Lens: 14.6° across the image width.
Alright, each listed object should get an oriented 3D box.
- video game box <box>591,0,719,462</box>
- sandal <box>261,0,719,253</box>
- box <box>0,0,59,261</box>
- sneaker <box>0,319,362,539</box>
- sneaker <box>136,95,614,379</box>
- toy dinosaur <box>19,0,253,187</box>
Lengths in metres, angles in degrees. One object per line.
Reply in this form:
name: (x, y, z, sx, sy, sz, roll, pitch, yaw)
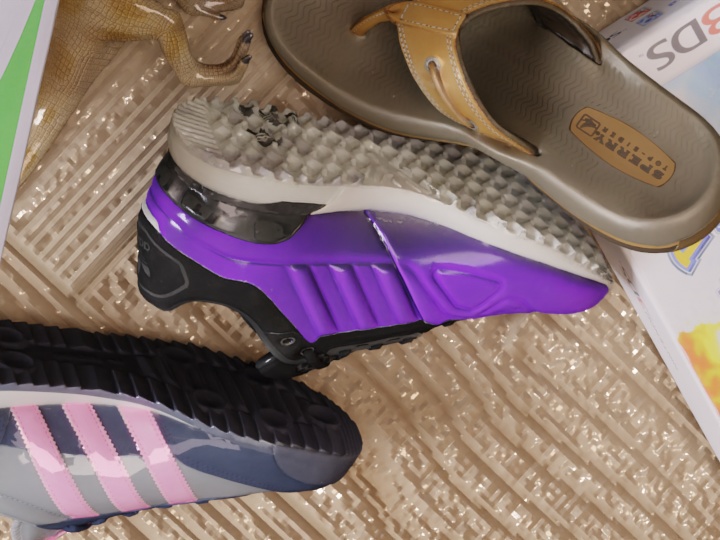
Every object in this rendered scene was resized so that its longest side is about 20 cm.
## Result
video game box: (0.188, -0.038, 1.160, 0.182, 0.047, 0.200, -32, 106, -4)
sandal: (0.055, -0.076, 1.082, 0.199, 0.054, 0.081, 30, 78, 14)
box: (-0.161, -0.101, 0.958, 0.096, 0.177, 0.201, 7, 124, -15)
sneaker: (-0.101, 0.072, 1.105, 0.199, 0.070, 0.082, 10, 114, -13)
sneaker: (0.000, 0.000, 1.113, 0.199, 0.070, 0.100, 14, 116, -24)
toy dinosaur: (-0.091, -0.107, 1.077, 0.101, 0.058, 0.201, 11, 119, -13)
